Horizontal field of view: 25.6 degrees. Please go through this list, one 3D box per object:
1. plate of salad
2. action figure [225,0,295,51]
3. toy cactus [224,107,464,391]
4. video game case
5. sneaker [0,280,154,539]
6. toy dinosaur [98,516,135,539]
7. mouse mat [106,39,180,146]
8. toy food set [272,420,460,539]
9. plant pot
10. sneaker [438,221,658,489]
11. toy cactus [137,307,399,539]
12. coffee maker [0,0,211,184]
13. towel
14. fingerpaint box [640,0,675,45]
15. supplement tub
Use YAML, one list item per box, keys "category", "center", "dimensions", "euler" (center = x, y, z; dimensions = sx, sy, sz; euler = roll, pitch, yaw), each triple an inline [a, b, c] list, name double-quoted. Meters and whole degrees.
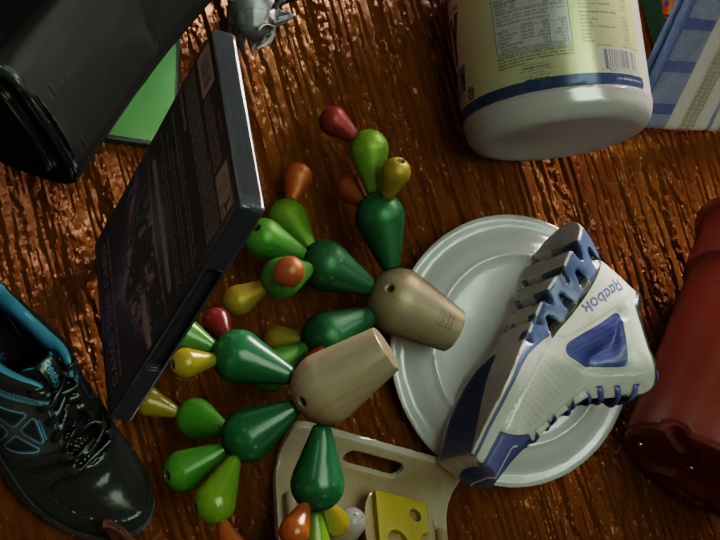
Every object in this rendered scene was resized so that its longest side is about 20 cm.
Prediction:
- category: "plate of salad"
  center: [0.111, 0.060, 1.184]
  dimensions: [0.198, 0.048, 0.202]
  euler: [2, 84, -20]
- category: "action figure"
  center: [-0.056, -0.239, 1.118]
  dimensions: [0.069, 0.130, 0.202]
  euler: [17, 62, -15]
- category: "toy cactus"
  center: [0.000, 0.000, 1.091]
  dimensions: [0.164, 0.102, 0.201]
  euler: [27, 63, -15]
- category: "video game case"
  center: [-0.115, -0.025, 0.957]
  dimensions: [0.019, 0.200, 0.144]
  euler: [11, 45, -26]
- category: "sneaker"
  center: [-0.195, 0.088, 0.978]
  dimensions: [0.200, 0.082, 0.073]
  euler: [50, 57, -13]
- category: "toy dinosaur"
  center: [-0.118, 0.285, 0.988]
  dimensions: [0.199, 0.105, 0.182]
  euler: [29, 74, 1]
- category: "mouse mat"
  center: [-0.196, -0.189, 1.087]
  dimensions: [0.160, 0.008, 0.202]
  euler: [7, 75, -28]
- category: "toy food set"
  center: [0.020, 0.204, 1.057]
  dimensions: [0.143, 0.060, 0.201]
  euler: [18, 47, -26]
- category: "plant pot"
  center: [0.308, 0.079, 1.211]
  dimensions: [0.200, 0.200, 0.196]
  euler: [38, 70, -17]
- category: "sneaker"
  center: [0.149, 0.076, 1.128]
  dimensions: [0.115, 0.080, 0.200]
  euler: [34, 72, -12]
- category: "toy cactus"
  center: [-0.048, 0.097, 1.000]
  dimensions: [0.164, 0.102, 0.201]
  euler: [-32, 74, 8]
- category: "coffee maker"
  center: [-0.169, -0.168, 0.984]
  dimensions: [0.135, 0.191, 0.201]
  euler: [47, 61, -31]
- category: "towel"
  center: [0.313, -0.181, 1.312]
  dimensions: [0.199, 0.148, 0.024]
  euler: [-3, 37, -36]
- category: "fingerpaint box"
  center: [0.327, -0.289, 1.375]
  dimensions: [0.199, 0.073, 0.168]
  euler: [-13, 86, -32]
- category: "supplement tub"
  center: [0.138, -0.196, 1.202]
  dimensions: [0.144, 0.145, 0.202]
  euler: [-1, 79, -30]
